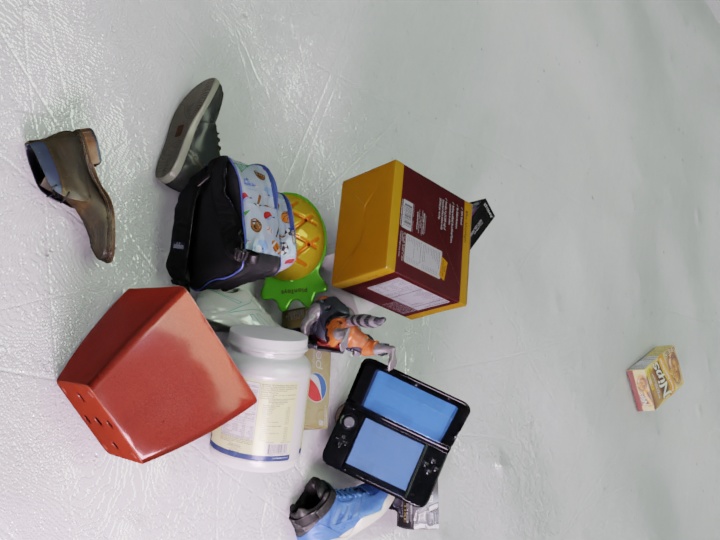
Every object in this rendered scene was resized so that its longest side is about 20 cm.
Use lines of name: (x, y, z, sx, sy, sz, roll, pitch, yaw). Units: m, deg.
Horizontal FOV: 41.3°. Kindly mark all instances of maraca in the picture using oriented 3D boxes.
maraca: (-0.121, -0.033, 1.611, 0.136, 0.107, 0.202, -8, 83, -7)

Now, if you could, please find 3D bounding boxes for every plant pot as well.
plant pot: (-0.301, 0.155, 1.336, 0.176, 0.199, 0.201, -41, 111, -30)

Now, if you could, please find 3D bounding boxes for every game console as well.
game console: (0.057, 0.275, 1.602, 0.199, 0.117, 0.177, 25, 71, 5)

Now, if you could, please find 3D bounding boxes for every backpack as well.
backpack: (-0.189, -0.073, 1.457, 0.153, 0.199, 0.192, 0, 77, -47)

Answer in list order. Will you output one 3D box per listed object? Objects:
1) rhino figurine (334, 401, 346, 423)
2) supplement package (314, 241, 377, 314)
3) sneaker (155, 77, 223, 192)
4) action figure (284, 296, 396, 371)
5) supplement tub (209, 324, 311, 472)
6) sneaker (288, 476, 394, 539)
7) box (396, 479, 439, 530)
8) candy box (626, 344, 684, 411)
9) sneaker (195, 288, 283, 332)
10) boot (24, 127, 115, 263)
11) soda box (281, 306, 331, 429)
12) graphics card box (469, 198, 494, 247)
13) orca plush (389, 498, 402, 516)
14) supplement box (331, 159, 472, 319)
rhino figurine: (0.025, 0.252, 1.743, 0.200, 0.059, 0.088, -30, 106, -48)
supplement package: (0.000, 0.000, 1.727, 0.200, 0.121, 0.121, -30, 101, -45)
sneaker: (-0.254, -0.207, 1.550, 0.106, 0.074, 0.201, 37, 65, -41)
action figure: (-0.010, 0.094, 1.554, 0.199, 0.193, 0.105, 9, 103, -35)
supplement tub: (-0.152, 0.194, 1.470, 0.144, 0.144, 0.202, 2, 98, -46)
sneaker: (-0.032, 0.386, 1.616, 0.199, 0.077, 0.112, -33, 108, -23)
box: (0.103, 0.365, 1.731, 0.049, 0.158, 0.202, 2, 78, -8)
candy box: (0.791, 0.286, 2.551, 0.199, 0.055, 0.116, -23, 98, -47)
sneaker: (-0.183, 0.074, 1.556, 0.200, 0.070, 0.081, 26, 60, -40)
boot: (-0.413, -0.102, 1.361, 0.096, 0.075, 0.202, -10, 81, -35)
soda box: (-0.095, 0.168, 1.631, 0.067, 0.064, 0.202, 17, 69, -43)
graphics card box: (0.176, -0.064, 1.926, 0.200, 0.125, 0.051, -48, 115, -40)
orca plush: (0.045, 0.340, 1.711, 0.105, 0.070, 0.201, -102, -164, -61)
supplement box: (0.075, -0.047, 1.632, 0.199, 0.132, 0.199, 25, 61, -38)
